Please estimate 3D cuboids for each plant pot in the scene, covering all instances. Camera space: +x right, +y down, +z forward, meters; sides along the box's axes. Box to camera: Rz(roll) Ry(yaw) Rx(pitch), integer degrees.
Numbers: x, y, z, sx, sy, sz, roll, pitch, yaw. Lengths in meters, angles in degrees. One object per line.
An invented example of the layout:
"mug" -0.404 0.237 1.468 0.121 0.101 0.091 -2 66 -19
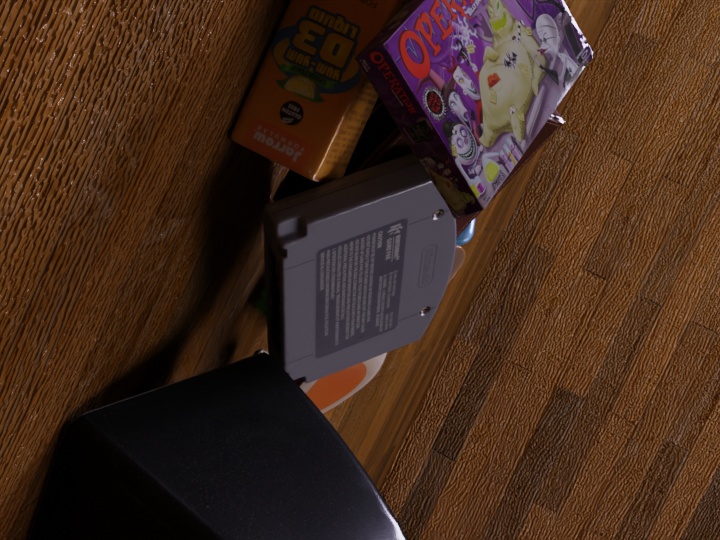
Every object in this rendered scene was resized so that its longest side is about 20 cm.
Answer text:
"plant pot" -0.089 0.201 0.931 0.199 0.177 0.200 -16 135 -54

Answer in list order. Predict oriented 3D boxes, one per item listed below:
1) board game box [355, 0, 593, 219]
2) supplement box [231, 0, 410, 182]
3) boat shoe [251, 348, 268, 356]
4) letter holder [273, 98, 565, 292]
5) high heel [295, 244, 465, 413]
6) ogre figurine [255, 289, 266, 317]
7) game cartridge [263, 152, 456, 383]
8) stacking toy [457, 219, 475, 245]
"board game box" 0.079 -0.136 0.906 0.032 0.120 0.200 -22 -158 42
"supplement box" -0.008 -0.157 0.899 0.200 0.066 0.069 -66 171 10
"boat shoe" -0.113 0.130 1.110 0.200 0.060 0.072 -42 171 -44
"letter holder" 0.015 -0.079 1.004 0.142 0.101 0.200 4 136 -48
"high heel" -0.014 0.027 1.125 0.200 0.096 0.067 -50 144 1
"ogre figurine" -0.006 -0.007 1.227 0.120 0.098 0.200 86 26 -59
"game cartridge" 0.000 0.000 0.978 0.133 0.041 0.200 -17 148 -14
"stacking toy" 0.052 -0.123 1.271 0.200 0.109 0.116 87 12 -50
